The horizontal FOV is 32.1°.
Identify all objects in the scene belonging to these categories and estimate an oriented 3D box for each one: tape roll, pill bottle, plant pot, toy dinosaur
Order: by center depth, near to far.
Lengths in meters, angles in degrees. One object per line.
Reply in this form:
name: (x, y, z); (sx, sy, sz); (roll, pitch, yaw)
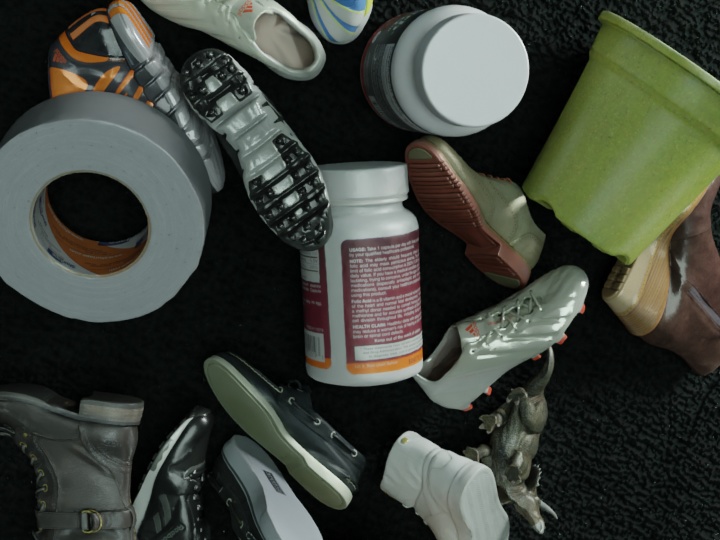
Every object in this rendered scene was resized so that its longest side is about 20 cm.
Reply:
tape roll: (-0.235, -0.055, 1.114); (0.200, 0.066, 0.200); (0, 119, 0)
pill bottle: (0.075, -0.180, 1.130); (0.116, 0.200, 0.116); (-2, 99, -13)
pill bottle: (0.000, 0.000, 1.186); (0.114, 0.114, 0.200); (-4, 100, -12)
plant pot: (0.259, -0.115, 1.201); (0.200, 0.200, 0.184); (32, 102, -15)
toy dinosaur: (0.157, 0.164, 1.269); (0.077, 0.102, 0.200); (4, 85, 23)

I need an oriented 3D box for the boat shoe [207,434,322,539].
boat shoe: (-0.091, 0.230, 1.165); (0.069, 0.200, 0.057); (32, 100, -34)

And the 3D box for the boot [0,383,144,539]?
boot: (-0.288, 0.196, 1.147); (0.200, 0.069, 0.174); (6, 92, 8)

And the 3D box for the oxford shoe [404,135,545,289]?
oxford shoe: (0.113, -0.069, 1.218); (0.074, 0.071, 0.200); (-55, 128, -21)

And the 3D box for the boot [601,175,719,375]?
boot: (0.350, -0.007, 1.299); (0.166, 0.072, 0.200); (32, 89, -27)

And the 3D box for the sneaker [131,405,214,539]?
sneaker: (-0.170, 0.227, 1.197); (0.088, 0.076, 0.200); (28, 101, 3)

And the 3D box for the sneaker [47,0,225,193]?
sneaker: (-0.211, -0.141, 1.147); (0.112, 0.078, 0.200); (-26, 113, 11)

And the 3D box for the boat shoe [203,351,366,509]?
boat shoe: (-0.067, 0.142, 1.220); (0.199, 0.075, 0.066); (45, 59, -7)

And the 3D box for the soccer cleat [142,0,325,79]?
soccer cleat: (-0.118, -0.237, 1.134); (0.200, 0.078, 0.069); (28, 93, -14)

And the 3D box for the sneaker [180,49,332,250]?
sneaker: (-0.084, -0.109, 1.128); (0.066, 0.091, 0.200); (-34, 91, 7)

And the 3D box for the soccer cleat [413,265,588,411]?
soccer cleat: (0.136, 0.061, 1.225); (0.200, 0.069, 0.078); (-43, 122, 17)

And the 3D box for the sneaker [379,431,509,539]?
sneaker: (0.083, 0.238, 1.267); (0.074, 0.116, 0.200); (-42, 141, -30)

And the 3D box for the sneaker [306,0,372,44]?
sneaker: (-0.037, -0.293, 1.118); (0.076, 0.105, 0.200); (12, 118, 24)
